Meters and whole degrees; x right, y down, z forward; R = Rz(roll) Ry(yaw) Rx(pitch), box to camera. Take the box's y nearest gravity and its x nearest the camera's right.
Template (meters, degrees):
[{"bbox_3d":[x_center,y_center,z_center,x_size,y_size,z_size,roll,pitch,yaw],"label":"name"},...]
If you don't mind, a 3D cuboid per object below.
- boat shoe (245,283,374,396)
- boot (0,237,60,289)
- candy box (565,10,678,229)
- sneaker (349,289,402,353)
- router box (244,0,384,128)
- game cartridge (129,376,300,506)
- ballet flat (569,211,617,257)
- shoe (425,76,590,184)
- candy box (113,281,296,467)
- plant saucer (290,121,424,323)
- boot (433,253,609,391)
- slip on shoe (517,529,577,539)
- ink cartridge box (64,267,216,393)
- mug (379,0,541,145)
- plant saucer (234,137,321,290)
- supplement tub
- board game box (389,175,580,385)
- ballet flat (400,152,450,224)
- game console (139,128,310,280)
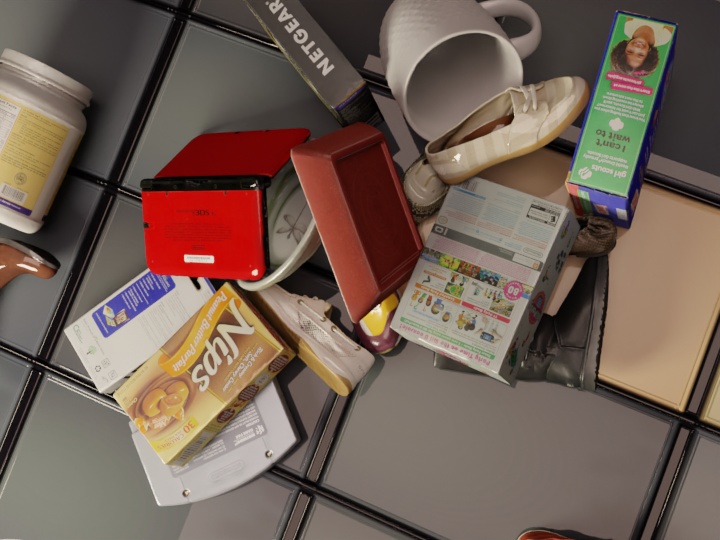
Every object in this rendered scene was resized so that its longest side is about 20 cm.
[{"bbox_3d":[-0.063,0.066,1.248,0.069,0.071,0.200,-40,69,-20],"label":"boat shoe"},{"bbox_3d":[-0.496,0.053,1.322,0.186,0.068,0.203,14,86,11],"label":"boot"},{"bbox_3d":[0.300,-0.166,1.158,0.076,0.169,0.203,14,85,17],"label":"candy box"},{"bbox_3d":[0.000,0.000,1.222,0.074,0.090,0.203,-16,76,24],"label":"sneaker"},{"bbox_3d":[-0.059,-0.265,1.241,0.052,0.157,0.201,-39,79,3],"label":"router box"},{"bbox_3d":[-0.179,0.209,1.262,0.198,0.040,0.135,-25,76,6],"label":"game cartridge"},{"bbox_3d":[0.204,-0.035,1.200,0.197,0.047,0.068,-8,49,19],"label":"ballet flat"},{"bbox_3d":[0.162,-0.162,1.128,0.198,0.053,0.071,-29,43,20],"label":"shoe"},{"bbox_3d":[-0.190,0.127,1.229,0.200,0.055,0.116,-44,70,-1],"label":"candy box"},{"bbox_3d":[0.010,-0.066,1.156,0.036,0.200,0.202,-16,99,28],"label":"plant saucer"},{"bbox_3d":[0.191,0.050,1.208,0.197,0.066,0.167,7,76,18],"label":"boot"},{"bbox_3d":[0.273,0.342,1.151,0.197,0.061,0.075,11,83,10],"label":"slip on shoe"},{"bbox_3d":[-0.274,0.061,1.296,0.199,0.039,0.100,-35,78,5],"label":"ink cartridge box"},{"bbox_3d":[0.119,-0.268,1.204,0.197,0.149,0.176,-20,42,-2],"label":"mug"},{"bbox_3d":[-0.084,-0.062,1.234,0.050,0.199,0.202,27,87,-32],"label":"plant saucer"},{"bbox_3d":[-0.442,-0.166,1.301,0.144,0.145,0.202,23,87,12],"label":"supplement tub"},{"bbox_3d":[0.142,0.006,1.157,0.146,0.064,0.202,22,83,29],"label":"board game box"},{"bbox_3d":[0.110,-0.132,1.235,0.199,0.075,0.068,-38,79,4],"label":"ballet flat"},{"bbox_3d":[-0.163,-0.084,1.248,0.198,0.118,0.175,2,99,35],"label":"game console"}]
